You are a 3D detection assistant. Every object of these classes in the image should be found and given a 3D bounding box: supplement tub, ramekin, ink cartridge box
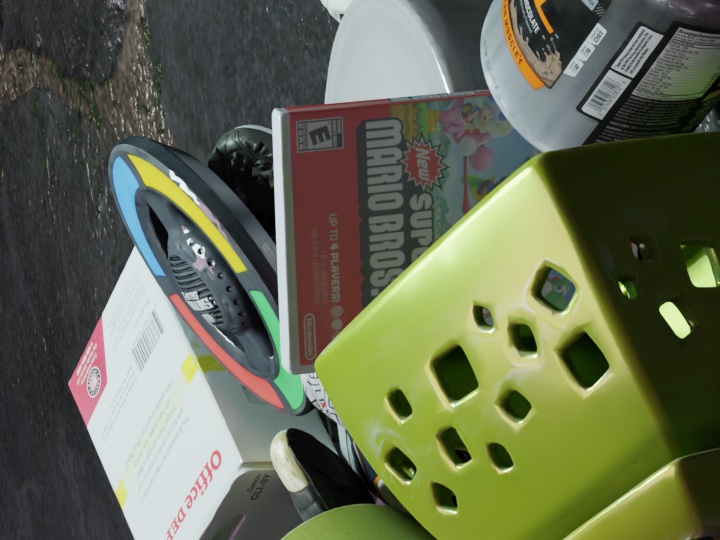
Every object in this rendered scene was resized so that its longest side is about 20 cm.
[{"bbox_3d":[0.143,-0.142,1.346,0.200,0.122,0.123,123,134,-58],"label":"supplement tub"},{"bbox_3d":[0.059,-0.066,1.614,0.202,0.094,0.203,173,90,-68],"label":"ramekin"},{"bbox_3d":[-0.107,0.102,1.885,0.145,0.083,0.200,-59,43,37],"label":"ink cartridge box"}]

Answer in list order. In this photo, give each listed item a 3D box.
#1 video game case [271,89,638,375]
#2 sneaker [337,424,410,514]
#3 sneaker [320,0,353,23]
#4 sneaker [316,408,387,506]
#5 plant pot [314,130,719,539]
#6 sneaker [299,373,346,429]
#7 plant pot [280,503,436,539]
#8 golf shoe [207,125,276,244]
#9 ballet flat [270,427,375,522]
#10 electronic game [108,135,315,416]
[{"bbox_3d":[0.053,-0.024,1.501,0.017,0.200,0.143,-142,48,-68],"label":"video game case"},{"bbox_3d":[0.017,0.072,1.759,0.079,0.078,0.200,39,158,44],"label":"sneaker"},{"bbox_3d":[0.022,-0.202,1.718,0.100,0.075,0.200,62,157,-1],"label":"sneaker"},{"bbox_3d":[-0.022,0.150,1.890,0.075,0.082,0.200,-127,35,-65],"label":"sneaker"},{"bbox_3d":[0.130,0.063,1.316,0.199,0.200,0.182,-43,63,43],"label":"plant pot"},{"bbox_3d":[-0.001,0.001,1.571,0.108,0.067,0.202,25,123,60],"label":"sneaker"},{"bbox_3d":[0.045,0.258,1.681,0.200,0.187,0.187,21,117,51],"label":"plant pot"},{"bbox_3d":[-0.031,-0.059,1.749,0.078,0.200,0.095,-11,63,26],"label":"golf shoe"},{"bbox_3d":[-0.007,0.182,1.795,0.200,0.057,0.066,58,-156,-26],"label":"ballet flat"},{"bbox_3d":[-0.088,0.004,1.707,0.200,0.042,0.200,46,160,22],"label":"electronic game"}]
